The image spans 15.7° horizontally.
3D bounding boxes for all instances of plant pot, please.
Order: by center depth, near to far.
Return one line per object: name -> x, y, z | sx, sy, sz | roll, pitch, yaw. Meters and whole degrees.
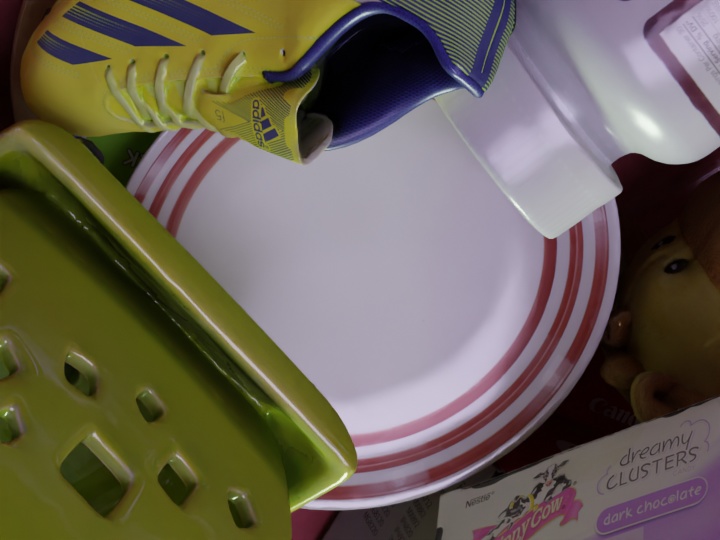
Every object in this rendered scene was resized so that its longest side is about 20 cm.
plant pot -> -0.132, 0.077, 0.897 | 0.199, 0.182, 0.200 | 46, 135, -13

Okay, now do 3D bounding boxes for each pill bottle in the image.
pill bottle -> 0.118, -0.106, 0.887 | 0.200, 0.110, 0.110 | -37, 127, 10

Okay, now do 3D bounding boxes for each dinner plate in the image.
dinner plate -> 0.000, 0.000, 0.983 | 0.199, 0.024, 0.201 | -5, 116, -9

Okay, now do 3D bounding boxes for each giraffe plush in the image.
giraffe plush -> 0.176, 0.016, 1.051 | 0.161, 0.173, 0.201 | 17, 96, -17

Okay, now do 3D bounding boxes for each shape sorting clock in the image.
shape sorting clock -> -0.031, -0.073, 0.977 | 0.199, 0.039, 0.201 | -5, 116, -11

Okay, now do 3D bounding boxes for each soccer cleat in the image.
soccer cleat -> -0.039, -0.070, 0.869 | 0.199, 0.084, 0.065 | -13, 150, 32

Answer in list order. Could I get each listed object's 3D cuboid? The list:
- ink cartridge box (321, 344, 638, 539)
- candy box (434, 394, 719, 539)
ink cartridge box -> 0.099, 0.124, 1.126 | 0.199, 0.084, 0.176 | 20, 111, -30
candy box -> 0.152, 0.136, 1.010 | 0.200, 0.072, 0.167 | 34, 139, -32
